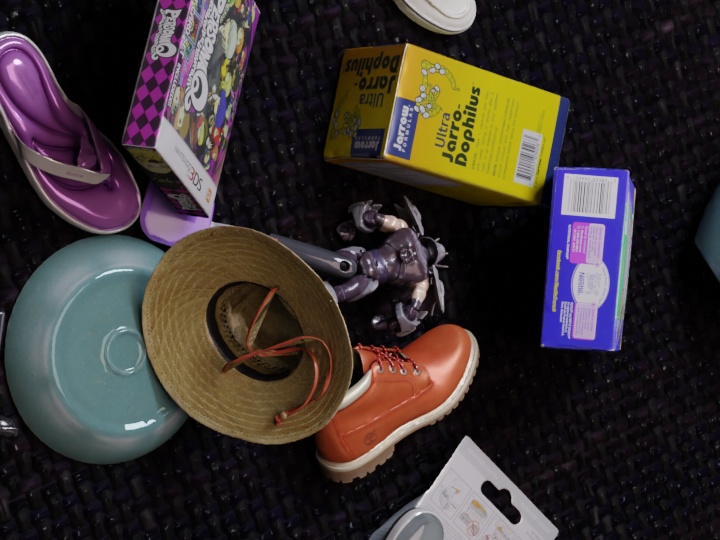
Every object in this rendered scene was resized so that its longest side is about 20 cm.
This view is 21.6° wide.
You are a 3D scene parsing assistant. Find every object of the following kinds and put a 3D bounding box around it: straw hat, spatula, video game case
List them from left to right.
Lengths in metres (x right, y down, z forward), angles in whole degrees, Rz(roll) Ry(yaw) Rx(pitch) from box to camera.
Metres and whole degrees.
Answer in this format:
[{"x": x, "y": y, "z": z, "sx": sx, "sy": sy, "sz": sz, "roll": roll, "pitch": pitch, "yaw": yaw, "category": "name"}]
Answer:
[{"x": -0.141, "y": -0.167, "z": 1.597, "sx": 0.181, "sy": 0.035, "sz": 0.202, "roll": 61, "pitch": 40, "yaw": -71, "category": "video game case"}, {"x": -0.098, "y": -0.028, "z": 1.673, "sx": 0.198, "sy": 0.021, "sz": 0.057, "roll": 17, "pitch": 81, "yaw": 0, "category": "spatula"}, {"x": -0.083, "y": 0.048, "z": 1.628, "sx": 0.085, "sy": 0.199, "sz": 0.203, "roll": -35, "pitch": 114, "yaw": -62, "category": "straw hat"}]

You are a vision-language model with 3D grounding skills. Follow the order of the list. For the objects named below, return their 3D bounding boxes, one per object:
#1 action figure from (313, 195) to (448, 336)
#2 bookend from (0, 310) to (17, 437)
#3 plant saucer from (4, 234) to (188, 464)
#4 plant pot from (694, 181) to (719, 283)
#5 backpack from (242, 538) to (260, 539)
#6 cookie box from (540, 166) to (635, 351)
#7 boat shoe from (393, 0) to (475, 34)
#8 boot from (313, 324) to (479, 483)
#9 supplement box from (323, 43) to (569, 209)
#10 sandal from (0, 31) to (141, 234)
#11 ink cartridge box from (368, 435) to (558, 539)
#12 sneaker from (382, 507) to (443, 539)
[{"x": 0.000, "y": 0.000, "z": 1.741, "sx": 0.199, "sy": 0.069, "sz": 0.131, "roll": -13, "pitch": 69, "yaw": -32, "category": "action figure"}, {"x": -0.368, "y": 0.022, "z": 1.498, "sx": 0.199, "sy": 0.092, "sz": 0.201, "roll": 11, "pitch": 86, "yaw": -34, "category": "bookend"}, {"x": -0.210, "y": 0.070, "z": 1.638, "sx": 0.199, "sy": 0.036, "sz": 0.202, "roll": -1, "pitch": 92, "yaw": -33, "category": "plant saucer"}, {"x": 0.433, "y": -0.029, "z": 1.987, "sx": 0.134, "sy": 0.200, "sz": 0.201, "roll": -33, "pitch": 114, "yaw": 10, "category": "plant pot"}, {"x": -0.105, "y": 0.358, "z": 1.664, "sx": 0.167, "sy": 0.126, "sz": 0.201, "roll": 45, "pitch": 68, "yaw": -21, "category": "backpack"}, {"x": 0.222, "y": -0.007, "z": 1.827, "sx": 0.074, "sy": 0.200, "sz": 0.173, "roll": 5, "pitch": 89, "yaw": 9, "category": "cookie box"}, {"x": 0.052, "y": -0.303, "z": 1.776, "sx": 0.071, "sy": 0.070, "sz": 0.200, "roll": -49, "pitch": 116, "yaw": -22, "category": "boat shoe"}, {"x": 0.032, "y": 0.099, "z": 1.758, "sx": 0.200, "sy": 0.075, "sz": 0.108, "roll": -40, "pitch": 133, "yaw": -26, "category": "boot"}, {"x": 0.082, "y": -0.133, "z": 1.778, "sx": 0.199, "sy": 0.109, "sz": 0.111, "roll": 14, "pitch": 84, "yaw": -33, "category": "supplement box"}, {"x": -0.254, "y": -0.110, "z": 1.593, "sx": 0.083, "sy": 0.050, "sz": 0.203, "roll": -48, "pitch": 115, "yaw": -22, "category": "sandal"}, {"x": 0.085, "y": 0.287, "z": 1.836, "sx": 0.163, "sy": 0.057, "sz": 0.201, "roll": 46, "pitch": 63, "yaw": -26, "category": "ink cartridge box"}, {"x": 0.054, "y": 0.319, "z": 1.717, "sx": 0.083, "sy": 0.120, "sz": 0.202, "roll": 24, "pitch": 78, "yaw": -32, "category": "sneaker"}]
